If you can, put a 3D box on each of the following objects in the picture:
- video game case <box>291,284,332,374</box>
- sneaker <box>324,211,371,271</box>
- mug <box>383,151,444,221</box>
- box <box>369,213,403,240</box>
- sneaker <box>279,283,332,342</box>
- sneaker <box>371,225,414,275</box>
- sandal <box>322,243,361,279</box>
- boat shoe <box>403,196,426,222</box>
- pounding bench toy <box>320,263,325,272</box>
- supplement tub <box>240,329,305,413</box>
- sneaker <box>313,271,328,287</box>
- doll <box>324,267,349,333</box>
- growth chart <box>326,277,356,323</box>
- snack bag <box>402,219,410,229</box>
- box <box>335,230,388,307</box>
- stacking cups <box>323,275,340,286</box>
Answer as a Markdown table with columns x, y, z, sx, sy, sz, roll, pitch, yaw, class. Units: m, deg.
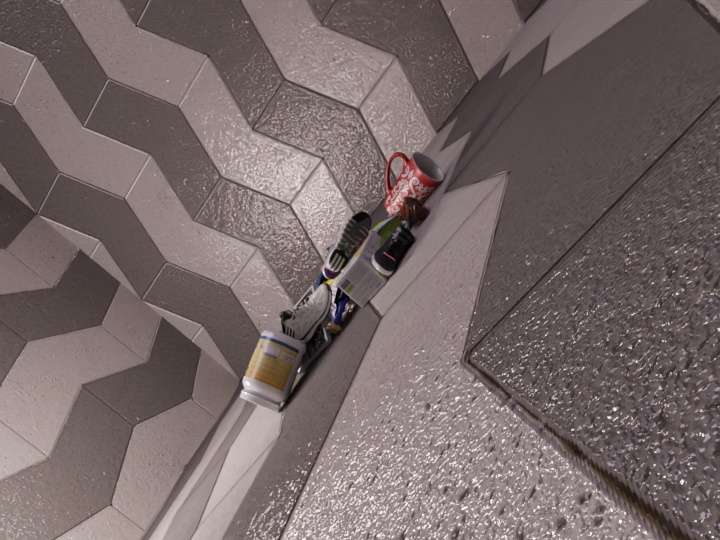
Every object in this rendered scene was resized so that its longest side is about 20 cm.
| x | y | z | sx | sy | sz | roll | pitch | yaw | class |
| --- | --- | --- | --- | --- | --- | --- | --- | --- | --- |
| -0.163 | 0.180 | 1.621 | 0.182 | 0.023 | 0.204 | -48 | 46 | 34 | video game case |
| -0.051 | -0.088 | 1.580 | 0.202 | 0.075 | 0.115 | -55 | 18 | -15 | sneaker |
| 0.163 | -0.293 | 1.803 | 0.131 | 0.179 | 0.201 | -12 | -31 | -47 | mug |
| 0.064 | -0.118 | 1.744 | 0.121 | 0.048 | 0.200 | -42 | 7 | -14 | box |
| -0.163 | 0.120 | 1.525 | 0.204 | 0.113 | 0.076 | -60 | 42 | 21 | sneaker |
| 0.090 | -0.063 | 1.426 | 0.100 | 0.070 | 0.200 | -54 | 1 | 26 | sneaker |
| -0.037 | -0.053 | 1.644 | 0.205 | 0.082 | 0.050 | -54 | 22 | -4 | sandal |
| 0.165 | -0.184 | 1.624 | 0.201 | 0.068 | 0.073 | -87 | -8 | -73 | boat shoe |
| -0.074 | -0.031 | 2.227 | 0.157 | 0.123 | 0.200 | -51 | 6 | 0 | pounding bench toy |
| -0.254 | 0.291 | 1.537 | 0.205 | 0.142 | 0.144 | -69 | 12 | -18 | supplement tub |
| -0.089 | 0.031 | 1.785 | 0.202 | 0.076 | 0.071 | -57 | -26 | -33 | sneaker |
| -0.052 | 0.074 | 1.536 | 0.137 | 0.047 | 0.205 | 127 | 159 | -65 | doll |
| -0.066 | 0.092 | 1.618 | 0.201 | 0.018 | 0.144 | -50 | 46 | -4 | growth chart |
| 0.103 | -0.088 | 1.715 | 0.189 | 0.021 | 0.201 | -47 | 9 | 37 | snack bag |
| 0.021 | -0.010 | 1.499 | 0.113 | 0.101 | 0.201 | -48 | 7 | 27 | box |
| -0.026 | 0.006 | 1.699 | 0.198 | 0.061 | 0.061 | -36 | 9 | 11 | stacking cups |
